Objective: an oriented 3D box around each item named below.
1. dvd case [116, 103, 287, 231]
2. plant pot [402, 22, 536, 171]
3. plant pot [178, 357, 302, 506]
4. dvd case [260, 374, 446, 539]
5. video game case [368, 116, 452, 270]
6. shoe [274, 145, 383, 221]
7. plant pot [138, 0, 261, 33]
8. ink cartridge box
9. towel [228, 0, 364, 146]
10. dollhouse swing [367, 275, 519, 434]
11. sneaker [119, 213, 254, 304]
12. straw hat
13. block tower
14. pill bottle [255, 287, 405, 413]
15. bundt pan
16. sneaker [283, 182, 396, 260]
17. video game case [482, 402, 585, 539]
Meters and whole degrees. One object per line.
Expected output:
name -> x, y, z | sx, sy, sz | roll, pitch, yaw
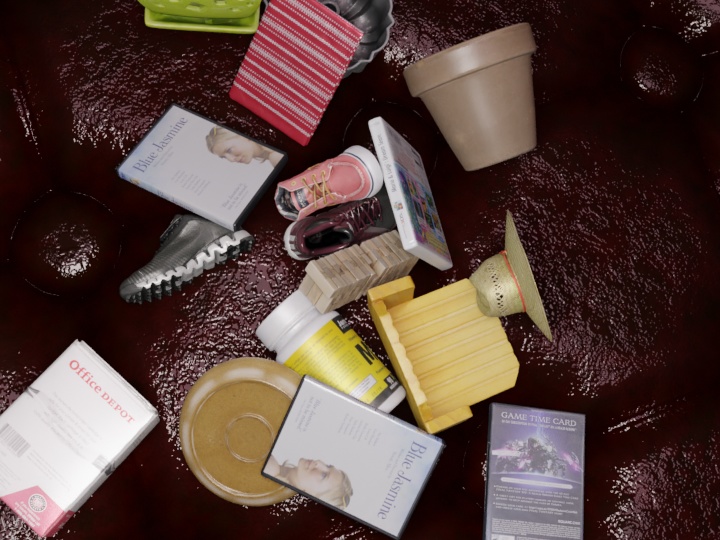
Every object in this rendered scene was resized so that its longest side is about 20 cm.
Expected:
dvd case -> -0.220, -0.149, 1.270 | 0.198, 0.018, 0.143 | 25, 61, 14
plant pot -> 0.179, -0.246, 1.341 | 0.198, 0.200, 0.177 | -20, 97, -15
plant pot -> -0.141, 0.214, 1.171 | 0.197, 0.027, 0.203 | 1, 100, 5
dvd case -> -0.011, 0.236, 1.141 | 0.198, 0.018, 0.144 | 25, 100, 0
video game case -> 0.073, -0.101, 1.268 | 0.023, 0.200, 0.184 | -19, 76, 16
shoe -> -0.048, -0.112, 1.241 | 0.090, 0.199, 0.072 | -32, 102, -23
plant pot -> -0.229, -0.459, 1.314 | 0.197, 0.182, 0.202 | 2, 73, -4
ink cartridge box -> -0.373, 0.211, 1.150 | 0.145, 0.085, 0.200 | 41, 73, 4
towel -> -0.095, -0.295, 1.307 | 0.144, 0.201, 0.023 | 33, 30, 2
dollhouse swing -> 0.126, 0.099, 1.237 | 0.174, 0.182, 0.202 | -22, 78, -4
sneaker -> -0.251, -0.028, 1.254 | 0.199, 0.067, 0.091 | -29, 78, -20
straw hat -> 0.198, 0.020, 1.268 | 0.084, 0.201, 0.204 | -19, 77, 8
block tower -> 0.000, 0.000, 1.242 | 0.054, 0.058, 0.199 | 47, 37, 18
pill bottle -> -0.042, 0.127, 1.217 | 0.114, 0.114, 0.200 | -40, 85, -18
bundt pan -> -0.051, -0.377, 1.381 | 0.199, 0.076, 0.205 | 2, 74, -9
sneaker -> -0.005, -0.062, 1.270 | 0.198, 0.115, 0.076 | -26, 102, -12
video game case -> 0.244, 0.294, 1.270 | 0.141, 0.019, 0.203 | 8, 72, -8
